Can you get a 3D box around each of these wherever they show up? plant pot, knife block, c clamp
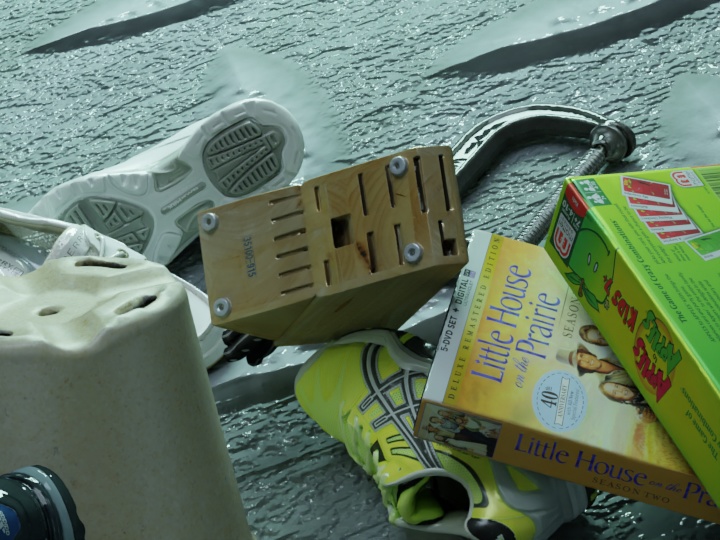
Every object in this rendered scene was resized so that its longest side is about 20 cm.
[{"bbox_3d":[-0.141,0.098,1.231,0.200,0.184,0.201,-6,17,2],"label":"plant pot"},{"bbox_3d":[0.000,0.000,1.373,0.199,0.064,0.175,-16,-15,28],"label":"knife block"},{"bbox_3d":[0.100,-0.040,1.524,0.170,0.027,0.200,0,38,35],"label":"c clamp"}]

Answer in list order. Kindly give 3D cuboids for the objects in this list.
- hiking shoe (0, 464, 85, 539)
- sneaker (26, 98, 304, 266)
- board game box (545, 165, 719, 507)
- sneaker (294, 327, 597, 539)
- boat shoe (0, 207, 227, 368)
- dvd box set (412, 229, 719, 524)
[{"bbox_3d":[-0.215,0.146,1.134,0.200,0.075,0.087,-39,-21,29],"label":"hiking shoe"},{"bbox_3d":[-0.124,-0.045,1.608,0.199,0.078,0.099,-24,7,3],"label":"sneaker"},{"bbox_3d":[0.181,0.030,1.244,0.101,0.048,0.200,-6,42,-24],"label":"board game box"},{"bbox_3d":[0.028,0.088,1.315,0.076,0.076,0.200,-36,35,-29],"label":"sneaker"},{"bbox_3d":[-0.169,0.007,1.510,0.199,0.069,0.071,16,54,23],"label":"boat shoe"},{"bbox_3d":[0.136,0.055,1.275,0.199,0.029,0.147,16,38,4],"label":"dvd box set"}]
